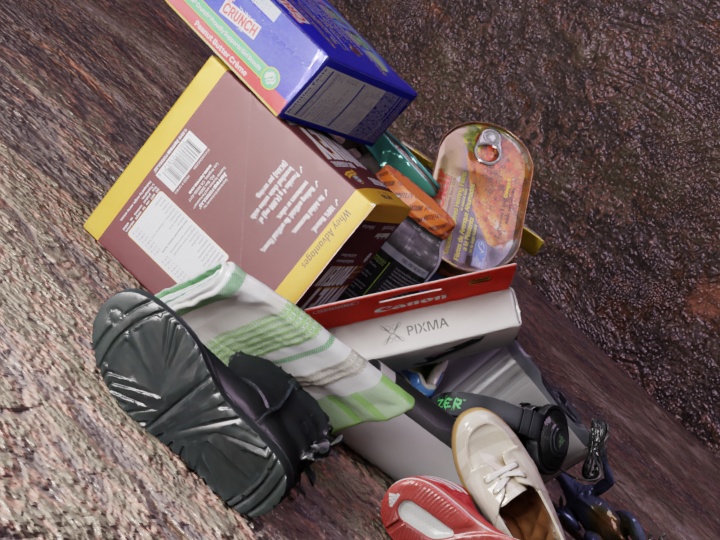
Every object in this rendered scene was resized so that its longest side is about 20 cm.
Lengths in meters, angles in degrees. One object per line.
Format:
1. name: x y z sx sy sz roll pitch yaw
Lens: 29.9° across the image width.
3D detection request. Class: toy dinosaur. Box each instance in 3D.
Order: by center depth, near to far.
1. toy dinosaur: 0.256 0.288 1.553 0.181 0.104 0.202 33 -39 59

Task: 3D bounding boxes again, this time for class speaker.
1. speaker: 0.067 0.171 1.244 0.199 0.081 0.081 38 10 -16

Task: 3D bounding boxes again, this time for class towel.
1. towel: -0.070 0.072 1.094 0.199 0.031 0.149 38 -31 -21

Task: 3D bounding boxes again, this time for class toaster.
1. toaster: 0.148 0.149 1.425 0.200 0.129 0.114 49 5 -23

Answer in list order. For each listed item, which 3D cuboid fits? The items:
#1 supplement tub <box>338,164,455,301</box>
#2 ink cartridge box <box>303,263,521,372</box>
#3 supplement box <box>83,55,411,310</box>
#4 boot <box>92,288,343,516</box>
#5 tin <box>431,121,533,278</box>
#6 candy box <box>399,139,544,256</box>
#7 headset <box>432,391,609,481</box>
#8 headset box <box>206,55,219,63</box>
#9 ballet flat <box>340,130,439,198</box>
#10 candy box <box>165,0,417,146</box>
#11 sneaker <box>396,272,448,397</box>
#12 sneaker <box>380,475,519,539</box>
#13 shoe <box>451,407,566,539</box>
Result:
1. supplement tub: 0.000 0.000 1.378 0.122 0.201 0.123 38 10 -8
2. ink cartridge box: 0.050 0.054 1.249 0.174 0.197 0.044 83 -6 -76
3. supplement box: -0.099 -0.048 1.227 0.200 0.198 0.133 42 11 12
4. boot: -0.101 0.089 1.000 0.199 0.073 0.162 47 12 2
5. tin: 0.124 -0.074 1.471 0.111 0.042 0.202 19 57 -4
6. candy box: 0.122 -0.086 1.565 0.199 0.027 0.102 35 9 -2
7. headset: 0.160 0.154 1.319 0.198 0.095 0.123 28 -22 -23
8. headset box: -0.153 -0.130 1.445 0.093 0.175 0.200 40 10 5
9. ballet flat: -0.001 -0.135 1.445 0.200 0.070 0.067 49 -6 13
10. candy box: -0.059 -0.205 1.238 0.169 0.077 0.199 48 16 20
11. sneaker: 0.067 0.072 1.402 0.075 0.077 0.202 34 47 -22
12. sneaker: 0.113 0.236 1.140 0.200 0.079 0.115 43 12 7
13. shoe: 0.145 0.212 1.201 0.202 0.069 0.053 63 -21 -8
